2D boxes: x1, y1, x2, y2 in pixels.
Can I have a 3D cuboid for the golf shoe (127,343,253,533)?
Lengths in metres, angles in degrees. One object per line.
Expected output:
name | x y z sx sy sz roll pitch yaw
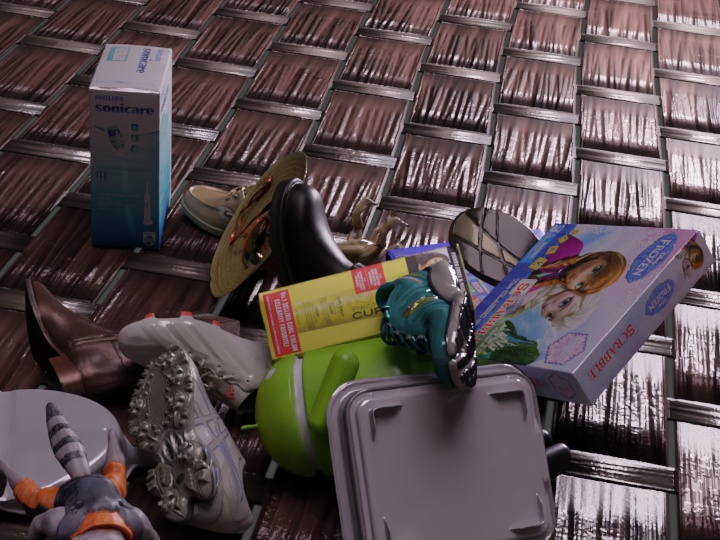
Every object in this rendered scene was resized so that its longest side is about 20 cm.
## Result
golf shoe | -0.149 0.157 1.303 0.097 0.078 0.201 37 23 -40

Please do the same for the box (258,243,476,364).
box | 0.007 0.037 1.391 0.198 0.050 0.076 -13 68 1

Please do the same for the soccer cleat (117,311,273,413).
soccer cleat | -0.137 0.095 1.403 0.198 0.069 0.078 13 51 -18

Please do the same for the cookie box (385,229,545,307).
cookie box | 0.147 0.037 1.581 0.198 0.076 0.171 -8 33 -22

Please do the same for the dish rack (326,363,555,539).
dish rack | 0.077 0.169 1.244 0.198 0.173 0.044 -5 -10 -22

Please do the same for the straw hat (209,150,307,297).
straw hat | -0.084 -0.034 1.625 0.085 0.201 0.201 33 22 -20

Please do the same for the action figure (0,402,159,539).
action figure | -0.245 0.194 1.158 0.198 0.105 0.193 -2 21 -27

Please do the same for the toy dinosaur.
toy dinosaur | 0.002 -0.024 1.593 0.058 0.102 0.200 36 9 30

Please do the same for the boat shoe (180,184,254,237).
boat shoe | -0.130 -0.072 1.742 0.199 0.065 0.071 21 32 26

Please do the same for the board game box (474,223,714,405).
board game box | 0.199 0.034 1.371 0.200 0.041 0.199 -45 26 -24

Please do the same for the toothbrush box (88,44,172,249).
toothbrush box | -0.269 -0.148 1.714 0.084 0.201 0.147 4 29 -3

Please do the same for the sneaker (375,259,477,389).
sneaker | 0.057 0.053 1.269 0.079 0.078 0.200 -10 18 -4

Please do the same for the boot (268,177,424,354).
boot | 0.001 0.000 1.469 0.157 0.213 0.079 -10 2 21

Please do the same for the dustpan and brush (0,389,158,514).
dustpan and brush | -0.234 0.165 1.321 0.198 0.058 0.140 -6 41 -7

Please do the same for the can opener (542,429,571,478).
can opener | 0.114 0.185 1.328 0.199 0.067 0.053 -12 36 -38

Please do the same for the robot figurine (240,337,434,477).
robot figurine | -0.006 0.125 1.331 0.198 0.117 0.175 -11 -6 6

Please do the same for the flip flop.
flip flop | 0.179 0.005 1.514 0.199 0.058 0.081 26 64 2

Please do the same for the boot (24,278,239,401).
boot | -0.233 0.059 1.487 0.199 0.065 0.187 -12 47 -23
